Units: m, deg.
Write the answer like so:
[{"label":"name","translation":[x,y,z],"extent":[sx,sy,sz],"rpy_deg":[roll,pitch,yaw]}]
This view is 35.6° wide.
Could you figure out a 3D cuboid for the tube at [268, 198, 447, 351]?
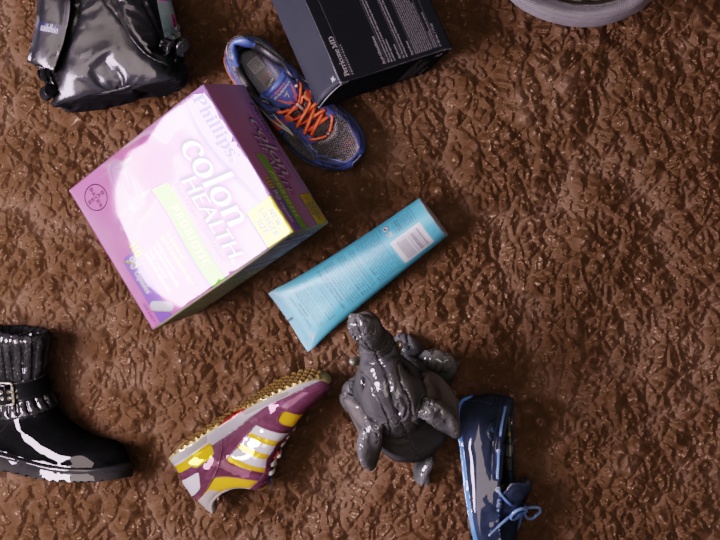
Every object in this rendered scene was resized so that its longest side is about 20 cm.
[{"label":"tube","translation":[0.000,0.000,1.215],"extent":[0.200,0.050,0.078],"rpy_deg":[-36,82,8]}]

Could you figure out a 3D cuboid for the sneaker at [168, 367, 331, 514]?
[{"label":"sneaker","translation":[-0.104,0.183,1.211],"extent":[0.200,0.075,0.090],"rpy_deg":[-31,94,10]}]

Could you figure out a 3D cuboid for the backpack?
[{"label":"backpack","translation":[-0.278,-0.280,1.206],"extent":[0.167,0.127,0.200],"rpy_deg":[-12,87,-7]}]

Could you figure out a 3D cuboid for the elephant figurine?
[{"label":"elephant figurine","translation":[0.034,0.134,1.129],"extent":[0.155,0.200,0.142],"rpy_deg":[31,91,5]}]

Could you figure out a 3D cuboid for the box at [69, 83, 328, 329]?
[{"label":"box","translation":[-0.170,-0.067,1.178],"extent":[0.200,0.097,0.176],"rpy_deg":[-33,86,21]}]

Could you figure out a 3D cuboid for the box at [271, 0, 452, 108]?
[{"label":"box","translation":[-0.014,-0.292,1.180],"extent":[0.141,0.079,0.200],"rpy_deg":[-21,86,-26]}]

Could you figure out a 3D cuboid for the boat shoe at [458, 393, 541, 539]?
[{"label":"boat shoe","translation":[0.147,0.229,1.174],"extent":[0.069,0.084,0.200],"rpy_deg":[-11,90,16]}]

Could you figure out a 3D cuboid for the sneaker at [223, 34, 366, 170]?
[{"label":"sneaker","translation":[-0.077,-0.180,1.208],"extent":[0.200,0.078,0.075],"rpy_deg":[40,93,5]}]

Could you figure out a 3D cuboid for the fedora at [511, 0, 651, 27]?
[{"label":"fedora","translation":[0.225,-0.338,1.177],"extent":[0.200,0.090,0.177],"rpy_deg":[-3,90,-2]}]

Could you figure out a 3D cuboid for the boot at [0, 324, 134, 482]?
[{"label":"boot","translation":[-0.342,0.144,1.224],"extent":[0.211,0.079,0.158],"rpy_deg":[9,89,6]}]
